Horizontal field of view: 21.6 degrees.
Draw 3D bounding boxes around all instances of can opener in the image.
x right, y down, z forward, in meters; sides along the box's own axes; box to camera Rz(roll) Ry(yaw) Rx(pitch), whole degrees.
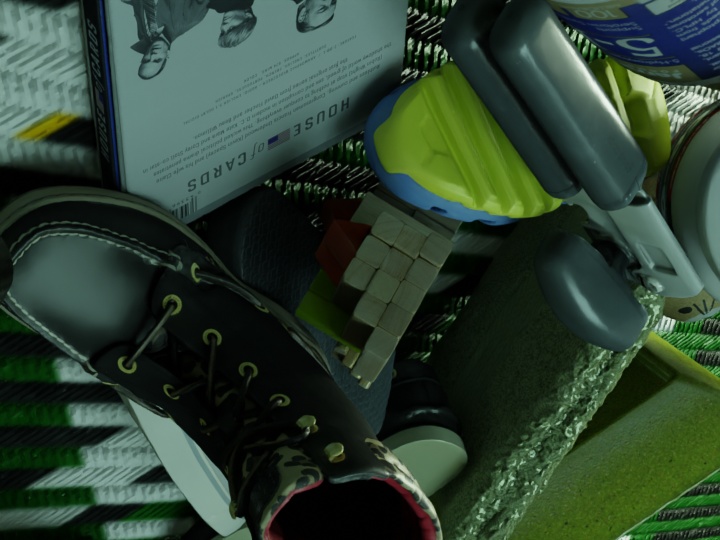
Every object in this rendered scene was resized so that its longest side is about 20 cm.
[{"bbox_3d":[0.090,-0.035,0.819,0.067,0.053,0.200,-58,136,-18],"label":"can opener"}]

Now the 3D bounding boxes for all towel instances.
[{"bbox_3d":[0.091,0.044,1.034,0.036,0.149,0.201,20,120,-24],"label":"towel"}]

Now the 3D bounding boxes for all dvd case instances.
[{"bbox_3d":[-0.043,-0.106,0.771,0.150,0.025,0.201,-29,150,-22],"label":"dvd case"}]

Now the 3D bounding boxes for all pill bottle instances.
[{"bbox_3d":[0.138,-0.148,0.832,0.120,0.120,0.200,-48,151,12],"label":"pill bottle"},{"bbox_3d":[0.205,-0.033,0.918,0.114,0.114,0.200,-45,179,7],"label":"pill bottle"}]

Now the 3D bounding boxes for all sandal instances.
[{"bbox_3d":[0.067,-0.057,0.907,0.087,0.080,0.199,-18,171,40],"label":"sandal"},{"bbox_3d":[-0.030,0.017,0.934,0.200,0.043,0.077,54,46,-52],"label":"sandal"}]

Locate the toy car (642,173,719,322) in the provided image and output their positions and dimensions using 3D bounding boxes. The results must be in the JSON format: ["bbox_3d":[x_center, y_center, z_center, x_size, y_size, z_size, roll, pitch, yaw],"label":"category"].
[{"bbox_3d":[0.201,0.000,1.108,0.199,0.159,0.164,-22,180,9],"label":"toy car"}]

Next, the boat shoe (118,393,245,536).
[{"bbox_3d":[-0.078,0.062,0.927,0.068,0.072,0.200,-33,141,-8],"label":"boat shoe"}]

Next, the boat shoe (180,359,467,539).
[{"bbox_3d":[-0.028,0.123,1.060,0.201,0.063,0.074,-36,138,23],"label":"boat shoe"}]

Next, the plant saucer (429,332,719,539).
[{"bbox_3d":[0.119,0.099,1.127,0.199,0.200,0.048,-34,109,-4],"label":"plant saucer"}]

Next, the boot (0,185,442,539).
[{"bbox_3d":[-0.058,0.052,0.769,0.073,0.151,0.200,-47,133,6],"label":"boot"}]

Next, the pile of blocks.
[{"bbox_3d":[0.000,0.000,0.874,0.082,0.062,0.200,-60,179,8],"label":"pile of blocks"}]

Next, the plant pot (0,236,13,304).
[{"bbox_3d":[-0.225,0.017,0.561,0.177,0.200,0.200,-16,144,-56],"label":"plant pot"}]
